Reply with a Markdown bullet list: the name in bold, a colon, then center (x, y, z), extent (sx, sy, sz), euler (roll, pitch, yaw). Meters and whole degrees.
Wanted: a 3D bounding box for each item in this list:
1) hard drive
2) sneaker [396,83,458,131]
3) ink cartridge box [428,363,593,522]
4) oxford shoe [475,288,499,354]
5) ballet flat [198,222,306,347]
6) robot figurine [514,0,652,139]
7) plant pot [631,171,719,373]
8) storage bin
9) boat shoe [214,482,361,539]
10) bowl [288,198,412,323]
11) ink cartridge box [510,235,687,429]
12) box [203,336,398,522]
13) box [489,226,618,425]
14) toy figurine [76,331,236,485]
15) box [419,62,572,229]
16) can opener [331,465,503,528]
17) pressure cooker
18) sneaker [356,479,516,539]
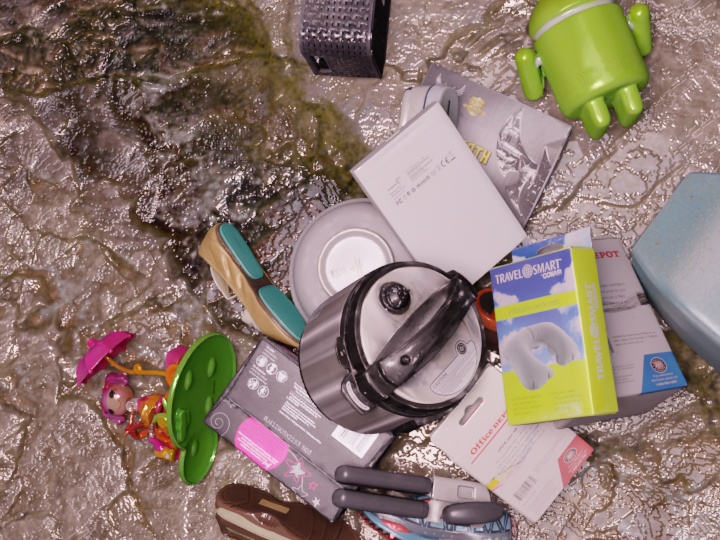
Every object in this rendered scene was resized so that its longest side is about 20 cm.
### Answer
- **hard drive**: center (0.095, -0.079, 1.280), extent (0.132, 0.027, 0.200), euler (-40, 108, -10)
- **sneaker**: center (0.072, -0.130, 1.332), extent (0.070, 0.073, 0.202), euler (9, 88, 38)
- **ink cartridge box**: center (0.166, 0.193, 1.267), extent (0.200, 0.067, 0.117), euler (40, 89, -29)
- **oxford shoe**: center (0.223, 0.086, 1.336), extent (0.199, 0.073, 0.071), euler (22, 45, -2)
- **ballet flat**: center (-0.139, 0.030, 1.394), extent (0.063, 0.069, 0.201), euler (-42, 74, 25)
- **robot figurine**: center (0.281, -0.268, 1.335), extent (0.174, 0.116, 0.201), euler (-22, 81, 4)
- **plant pot**: center (0.426, -0.002, 1.253), extent (0.200, 0.196, 0.196), euler (36, 89, 19)
- **storage bin**: center (-0.014, -0.358, 1.376), extent (0.093, 0.135, 0.202), euler (5, 84, 9)
- **boat shoe**: center (-0.088, 0.331, 1.335), extent (0.201, 0.075, 0.075), euler (20, 119, 24)
- **bowl**: center (0.000, 0.000, 1.356), extent (0.199, 0.090, 0.203), euler (-1, 83, 7)
- **ink cartridge box**: center (0.266, 0.069, 1.259), extent (0.144, 0.084, 0.201), euler (-4, 62, -29)
- **box**: center (-0.068, 0.192, 1.331), extent (0.199, 0.115, 0.133), euler (36, 88, 8)
- **box**: center (0.206, 0.062, 1.174), extent (0.122, 0.047, 0.202), euler (-17, 75, 47)
- **toy figurine**: center (-0.275, 0.155, 1.377), extent (0.183, 0.150, 0.202), euler (13, 110, 23)
- **box**: center (0.146, -0.149, 1.374), extent (0.199, 0.048, 0.159), euler (27, 88, 10)
- **can opener**: center (0.069, 0.260, 1.244), extent (0.199, 0.067, 0.054), euler (12, 74, -19)
- **pressure cooker**: center (0.038, 0.085, 1.192), extent (0.177, 0.200, 0.177), euler (9, 69, -24)
- **sneaker**: center (0.093, 0.299, 1.324), extent (0.199, 0.079, 0.096), euler (18, 76, 1)
